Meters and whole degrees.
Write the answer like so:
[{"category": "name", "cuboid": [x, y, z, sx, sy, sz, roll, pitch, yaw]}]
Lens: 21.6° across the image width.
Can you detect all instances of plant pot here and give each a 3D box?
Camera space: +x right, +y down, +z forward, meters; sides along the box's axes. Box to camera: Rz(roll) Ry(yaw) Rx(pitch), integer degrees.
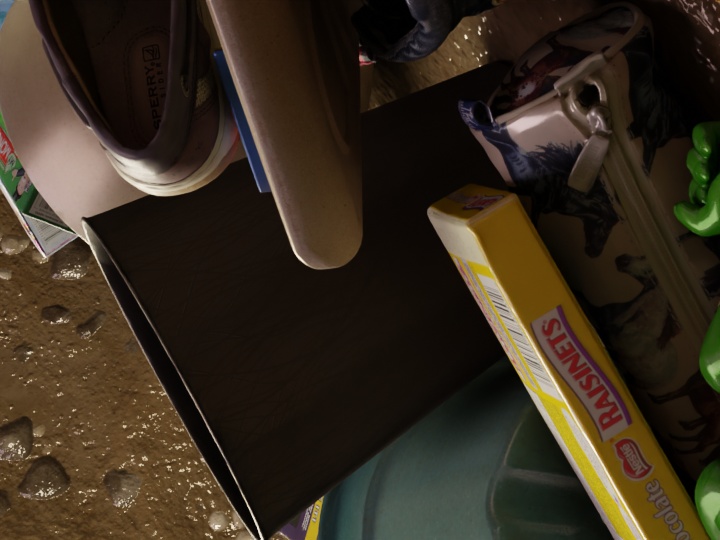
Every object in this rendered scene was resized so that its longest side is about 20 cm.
[{"category": "plant pot", "cuboid": [0.099, 0.122, 0.855, 0.201, 0.200, 0.196, 56, 162, 1]}, {"category": "plant pot", "cuboid": [-0.069, -0.109, 0.982, 0.134, 0.200, 0.201, -33, 90, 42]}]

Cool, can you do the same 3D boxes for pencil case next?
[{"category": "pencil case", "cuboid": [0.115, 0.004, 0.694, 0.201, 0.078, 0.089, 59, -164, -10]}]

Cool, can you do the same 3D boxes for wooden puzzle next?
[{"category": "wooden puzzle", "cuboid": [-0.038, -0.126, 0.706, 0.201, 0.046, 0.186, -83, -20, -52]}]

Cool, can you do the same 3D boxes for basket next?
[{"category": "basket", "cuboid": [0.000, 0.000, 0.849, 0.181, 0.199, 0.136, 52, 166, 38]}]

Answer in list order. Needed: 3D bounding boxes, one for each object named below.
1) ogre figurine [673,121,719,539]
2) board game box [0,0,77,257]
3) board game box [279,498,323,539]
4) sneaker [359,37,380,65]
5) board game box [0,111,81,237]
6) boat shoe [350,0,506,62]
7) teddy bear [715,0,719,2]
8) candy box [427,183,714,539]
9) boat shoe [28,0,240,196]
[{"category": "ogre figurine", "cuboid": [0.153, 0.052, 0.595, 0.120, 0.098, 0.201, 176, 105, -72]}, {"category": "board game box", "cuboid": [-0.165, -0.138, 1.202, 0.041, 0.199, 0.201, 45, 164, 46]}, {"category": "board game box", "cuboid": [0.003, 0.062, 1.095, 0.056, 0.201, 0.165, 15, 180, -16]}, {"category": "sneaker", "cuboid": [-0.053, -0.175, 0.837, 0.081, 0.074, 0.201, -59, -46, -56]}, {"category": "board game box", "cuboid": [-0.114, -0.034, 1.071, 0.199, 0.029, 0.135, 23, -168, -30]}, {"category": "boat shoe", "cuboid": [0.019, -0.127, 0.712, 0.071, 0.091, 0.200, 59, 169, -13]}, {"category": "teddy bear", "cuboid": [0.099, -0.100, 0.500, 0.201, 0.067, 0.145, 55, 172, 10]}, {"category": "candy box", "cuboid": [0.089, 0.061, 0.692, 0.201, 0.026, 0.102, 60, 180, -7]}, {"category": "boat shoe", "cuboid": [-0.095, -0.127, 0.685, 0.065, 0.071, 0.201, 42, -148, -85]}]
